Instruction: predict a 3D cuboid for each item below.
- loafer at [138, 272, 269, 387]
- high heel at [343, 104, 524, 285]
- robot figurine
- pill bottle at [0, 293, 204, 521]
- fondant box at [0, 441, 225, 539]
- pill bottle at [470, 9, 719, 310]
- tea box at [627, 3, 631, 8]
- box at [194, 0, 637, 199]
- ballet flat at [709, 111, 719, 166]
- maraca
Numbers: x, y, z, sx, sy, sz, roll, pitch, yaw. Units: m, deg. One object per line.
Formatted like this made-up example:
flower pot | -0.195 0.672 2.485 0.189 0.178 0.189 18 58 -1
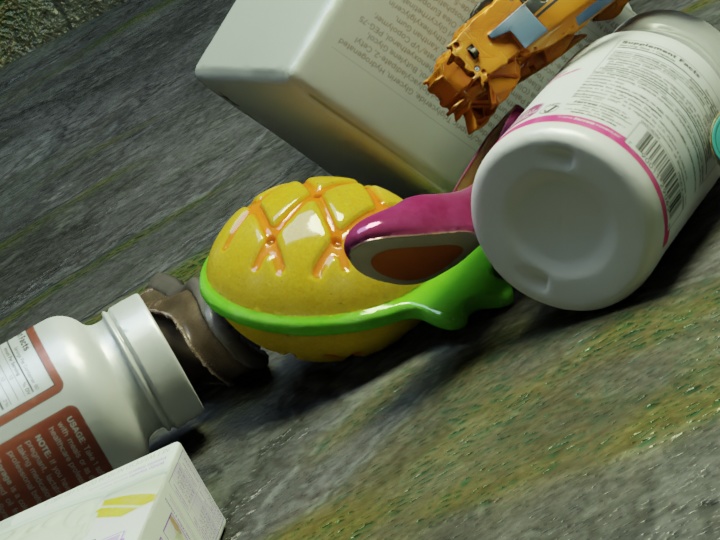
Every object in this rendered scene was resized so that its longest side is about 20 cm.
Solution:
loafer | -0.116 0.052 1.831 0.071 0.073 0.200 -42 12 -10
high heel | 0.051 -0.050 1.635 0.199 0.096 0.067 -8 -20 -43
robot figurine | 0.130 -0.166 1.677 0.200 0.058 0.145 -37 -2 -11
pill bottle | -0.201 0.099 1.715 0.199 0.113 0.112 -29 14 -5
fondant box | -0.159 0.177 1.476 0.144 0.058 0.200 -25 16 15
pill bottle | 0.149 -0.070 1.625 0.113 0.114 0.200 -19 16 33
tea box | 0.072 -0.200 2.184 0.199 0.134 0.197 -33 14 -15
box | 0.036 -0.142 1.826 0.172 0.200 0.199 -58 20 -8
ballet flat | 0.291 -0.093 1.557 0.199 0.071 0.071 -20 16 33
maraca | 0.000 0.000 1.705 0.199 0.108 0.137 2 35 15
